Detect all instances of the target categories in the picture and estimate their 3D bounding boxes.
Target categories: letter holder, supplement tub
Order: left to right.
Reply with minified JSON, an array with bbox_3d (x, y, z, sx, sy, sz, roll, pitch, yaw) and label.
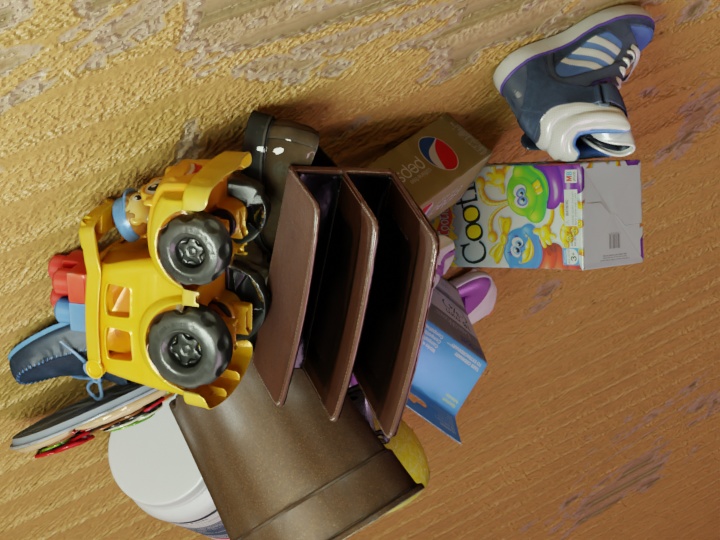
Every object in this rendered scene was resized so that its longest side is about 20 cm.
[{"bbox_3d":[-0.169,0.204,1.815,0.140,0.141,0.200,-38,154,5],"label":"supplement tub"},{"bbox_3d":[-0.013,0.032,1.470,0.100,0.142,0.202,0,119,-22],"label":"letter holder"}]

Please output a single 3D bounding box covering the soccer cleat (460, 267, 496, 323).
[{"bbox_3d":[0.074,0.070,1.986,0.200,0.069,0.078,-41,150,-7],"label":"soccer cleat"}]

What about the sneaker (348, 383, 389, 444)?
[{"bbox_3d":[-0.052,0.142,1.780,0.113,0.076,0.200,-26,133,23],"label":"sneaker"}]

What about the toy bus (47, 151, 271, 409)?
[{"bbox_3d":[-0.181,-0.003,1.451,0.136,0.190,0.202,-50,146,-63],"label":"toy bus"}]

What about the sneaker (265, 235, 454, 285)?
[{"bbox_3d":[0.000,0.000,1.624,0.199,0.100,0.075,-25,153,-26],"label":"sneaker"}]

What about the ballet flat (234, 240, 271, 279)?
[{"bbox_3d":[-0.106,-0.011,1.635,0.069,0.070,0.200,-43,156,15],"label":"ballet flat"}]

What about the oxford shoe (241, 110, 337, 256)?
[{"bbox_3d":[-0.058,-0.065,1.546,0.083,0.073,0.200,9,155,6],"label":"oxford shoe"}]

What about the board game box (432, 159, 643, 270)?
[{"bbox_3d":[0.172,-0.057,1.719,0.199,0.104,0.104,1,-175,43],"label":"board game box"}]

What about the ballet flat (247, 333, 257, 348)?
[{"bbox_3d":[-0.111,0.048,1.722,0.064,0.067,0.200,-47,160,-2],"label":"ballet flat"}]

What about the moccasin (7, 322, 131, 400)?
[{"bbox_3d":[-0.224,0.072,1.564,0.198,0.069,0.081,-19,165,2],"label":"moccasin"}]

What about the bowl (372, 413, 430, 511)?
[{"bbox_3d":[-0.021,0.204,2.005,0.199,0.199,0.109,-20,112,-30],"label":"bowl"}]

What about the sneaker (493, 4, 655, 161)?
[{"bbox_3d":[0.242,-0.171,1.686,0.199,0.147,0.081,-22,152,-26],"label":"sneaker"}]

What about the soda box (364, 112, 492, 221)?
[{"bbox_3d":[0.046,-0.078,1.624,0.200,0.064,0.068,-36,165,-52],"label":"soda box"}]

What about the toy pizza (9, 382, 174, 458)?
[{"bbox_3d":[-0.238,0.134,1.628,0.199,0.032,0.200,-23,-177,1],"label":"toy pizza"}]

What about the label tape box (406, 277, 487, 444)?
[{"bbox_3d":[0.056,0.060,1.732,0.063,0.201,0.144,-43,123,18],"label":"label tape box"}]

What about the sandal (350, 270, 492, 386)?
[{"bbox_3d":[0.071,0.077,1.908,0.202,0.050,0.083,-36,154,0],"label":"sandal"}]

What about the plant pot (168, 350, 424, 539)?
[{"bbox_3d":[-0.072,0.174,1.635,0.199,0.199,0.200,-30,174,-3],"label":"plant pot"}]
